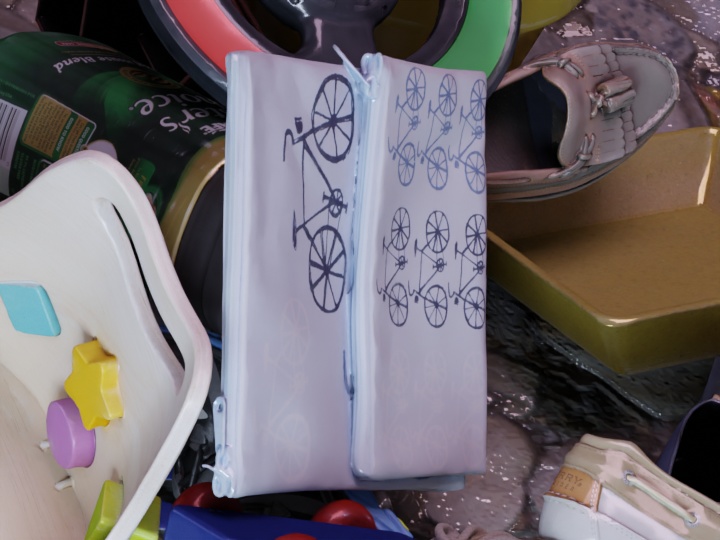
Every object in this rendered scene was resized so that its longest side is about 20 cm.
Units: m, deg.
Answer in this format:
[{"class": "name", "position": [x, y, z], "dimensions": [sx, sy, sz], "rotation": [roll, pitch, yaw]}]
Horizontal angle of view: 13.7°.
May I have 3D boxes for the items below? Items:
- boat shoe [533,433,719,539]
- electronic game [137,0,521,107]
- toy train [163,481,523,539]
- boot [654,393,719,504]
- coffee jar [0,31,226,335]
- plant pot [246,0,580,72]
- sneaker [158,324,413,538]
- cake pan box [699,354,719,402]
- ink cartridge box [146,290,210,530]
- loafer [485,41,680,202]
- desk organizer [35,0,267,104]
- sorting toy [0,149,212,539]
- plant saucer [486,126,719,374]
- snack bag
[{"class": "boat shoe", "position": [0.169, 0.127, 1.266], "dimensions": [0.199, 0.069, 0.075], "rotation": [20, -7, -18]}, {"class": "electronic game", "position": [-0.016, -0.144, 1.376], "dimensions": [0.199, 0.042, 0.201], "rotation": [12, 60, -22]}, {"class": "toy train", "position": [0.002, 0.161, 1.248], "dimensions": [0.199, 0.116, 0.085], "rotation": [11, 8, -36]}, {"class": "boot", "position": [0.125, 0.139, 1.328], "dimensions": [0.074, 0.097, 0.200], "rotation": [21, 38, 5]}, {"class": "coffee jar", "position": [-0.087, -0.037, 1.359], "dimensions": [0.199, 0.086, 0.104], "rotation": [29, 15, 36]}, {"class": "plant pot", "position": [0.019, -0.156, 1.571], "dimensions": [0.199, 0.190, 0.201], "rotation": [10, 39, -8]}, {"class": "sneaker", "position": [-0.049, 0.103, 1.311], "dimensions": [0.083, 0.071, 0.200], "rotation": [-36, 77, -34]}, {"class": "cake pan box", "position": [0.296, 0.097, 1.484], "dimensions": [0.183, 0.053, 0.200], "rotation": [-18, 50, -33]}, {"class": "ink cartridge box", "position": [-0.090, 0.039, 1.413], "dimensions": [0.198, 0.041, 0.201], "rotation": [6, 40, -14]}, {"class": "loafer", "position": [0.081, -0.069, 1.489], "dimensions": [0.199, 0.063, 0.072], "rotation": [-18, 89, -24]}, {"class": "desk organizer", "position": [-0.095, -0.099, 1.497], "dimensions": [0.077, 0.072, 0.200], "rotation": [-4, 39, -24]}, {"class": "sorting toy", "position": [-0.122, 0.047, 1.245], "dimensions": [0.106, 0.180, 0.201], "rotation": [-6, 61, -36]}, {"class": "plant saucer", "position": [0.154, -0.007, 1.518], "dimensions": [0.199, 0.049, 0.200], "rotation": [-9, 26, -26]}, {"class": "snack bag", "position": [0.000, 0.000, 1.271], "dimensions": [0.021, 0.190, 0.200], "rotation": [0, -3, 32]}]
